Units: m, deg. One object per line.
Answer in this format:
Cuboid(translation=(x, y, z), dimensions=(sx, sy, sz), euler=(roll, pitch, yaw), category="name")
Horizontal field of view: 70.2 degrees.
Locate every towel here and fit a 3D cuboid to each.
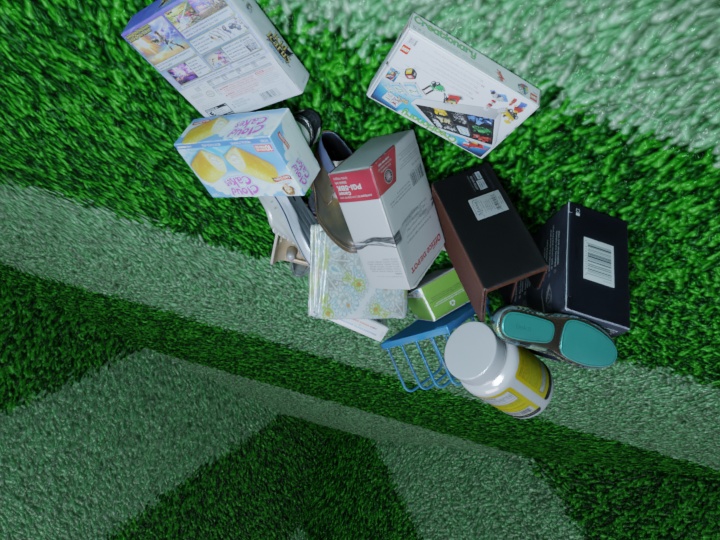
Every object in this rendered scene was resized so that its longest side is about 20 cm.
Cuboid(translation=(0.000, 0.000, 0.928), dimensions=(0.197, 0.175, 0.048), euler=(2, -176, -25), category="towel")

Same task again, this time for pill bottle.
Cuboid(translation=(0.233, 0.167, 0.862), dimensions=(0.113, 0.116, 0.199), euler=(-11, 146, 41), category="pill bottle")

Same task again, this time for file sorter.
Cuboid(translation=(0.169, 0.155, 1.024), dimensions=(0.199, 0.138, 0.124), euler=(-26, 90, 51), category="file sorter")

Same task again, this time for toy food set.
Cuboid(translation=(-0.077, -0.048, 1.046), dimensions=(0.196, 0.061, 0.145), euler=(14, 123, -6), category="toy food set")

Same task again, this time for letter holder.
Cuboid(translation=(0.197, -0.039, 0.819), dimensions=(0.099, 0.202, 0.143), euler=(-20, 151, -1), category="letter holder")

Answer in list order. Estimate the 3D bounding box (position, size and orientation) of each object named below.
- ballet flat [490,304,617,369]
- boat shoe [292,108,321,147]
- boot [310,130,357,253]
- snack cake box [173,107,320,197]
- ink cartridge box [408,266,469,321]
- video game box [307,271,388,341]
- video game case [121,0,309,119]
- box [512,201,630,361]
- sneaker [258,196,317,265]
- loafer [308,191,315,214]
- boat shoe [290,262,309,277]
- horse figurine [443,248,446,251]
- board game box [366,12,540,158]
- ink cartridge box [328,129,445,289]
Cuboid(translation=(0.285, 0.094, 0.771), dimensions=(0.197, 0.075, 0.074), euler=(20, 153, -8), category="ballet flat")
Cuboid(translation=(-0.127, -0.200, 0.863), dimensions=(0.076, 0.061, 0.199), euler=(48, 145, -17), category="boat shoe")
Cuboid(translation=(-0.037, -0.129, 0.828), dimensions=(0.074, 0.202, 0.098), euler=(-15, 150, -20), category="boot")
Cuboid(translation=(-0.176, -0.178, 0.800), dimensions=(0.197, 0.068, 0.116), euler=(4, 142, 30), category="snack cake box")
Cuboid(translation=(0.117, 0.072, 1.062), dimensions=(0.077, 0.198, 0.148), euler=(61, 171, -1), category="ink cartridge box")
Cuboid(translation=(-0.034, 0.064, 1.188), dimensions=(0.180, 0.201, 0.047), euler=(28, 110, -19), category="video game box")
Cuboid(translation=(-0.201, -0.305, 0.721), dimensions=(0.197, 0.046, 0.181), euler=(-5, 149, 34), category="video game case")
Cuboid(translation=(0.352, 0.027, 0.888), dimensions=(0.115, 0.200, 0.200), euler=(17, 154, -6), category="box")
Cuboid(translation=(-0.128, -0.087, 0.962), dimensions=(0.070, 0.202, 0.073), euler=(-35, 166, 31), category="sneaker")
Cuboid(translation=(-0.018, -0.127, 0.935), dimensions=(0.062, 0.073, 0.198), euler=(15, 174, -40), category="loafer")
Cuboid(translation=(-0.119, -0.046, 1.136), dimensions=(0.071, 0.072, 0.201), euler=(16, 150, 1), category="boat shoe")
Cuboid(translation=(0.174, -0.064, 0.974), dimensions=(0.197, 0.051, 0.133), euler=(19, 153, -7), category="horse figurine")
Cuboid(translation=(0.121, -0.238, 0.688), dimensions=(0.197, 0.035, 0.126), euler=(24, 151, -16), category="board game box")
Cuboid(translation=(0.048, -0.092, 0.798), dimensions=(0.082, 0.147, 0.203), euler=(-1, 122, 35), category="ink cartridge box")
